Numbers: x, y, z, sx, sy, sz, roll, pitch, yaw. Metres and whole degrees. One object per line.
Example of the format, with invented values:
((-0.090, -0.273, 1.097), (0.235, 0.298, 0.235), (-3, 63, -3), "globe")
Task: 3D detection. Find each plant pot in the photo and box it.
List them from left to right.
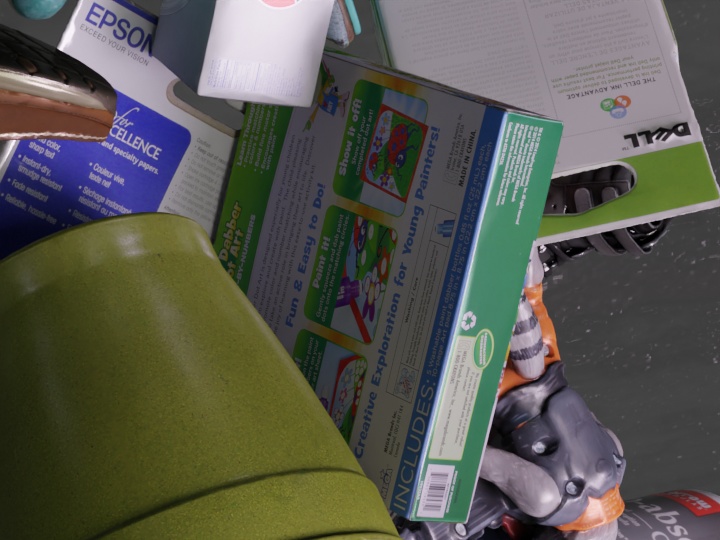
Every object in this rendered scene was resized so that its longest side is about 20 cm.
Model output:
((-0.100, 0.084, 1.294), (0.200, 0.200, 0.193), (-6, 65, -37), "plant pot")

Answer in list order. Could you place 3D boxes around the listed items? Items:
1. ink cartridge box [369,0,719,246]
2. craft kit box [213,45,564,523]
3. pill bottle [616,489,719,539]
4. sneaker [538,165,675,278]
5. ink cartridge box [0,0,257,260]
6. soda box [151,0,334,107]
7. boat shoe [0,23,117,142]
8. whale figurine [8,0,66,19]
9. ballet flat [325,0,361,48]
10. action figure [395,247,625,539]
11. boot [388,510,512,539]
((0.095, -0.074, 1.433), (0.147, 0.200, 0.076), (-12, 142, -1), "ink cartridge box")
((0.000, 0.000, 1.362), (0.048, 0.197, 0.200), (7, 101, -42), "craft kit box")
((0.176, 0.194, 1.673), (0.200, 0.116, 0.116), (-8, 109, -38), "pill bottle")
((0.106, -0.019, 1.560), (0.200, 0.099, 0.071), (-51, 130, -13), "sneaker")
((-0.119, -0.021, 1.418), (0.197, 0.047, 0.200), (29, 84, -39), "ink cartridge box")
((-0.043, -0.184, 1.334), (0.063, 0.068, 0.200), (4, 110, -27), "soda box")
((-0.216, -0.081, 1.296), (0.200, 0.076, 0.074), (9, 110, -23), "boat shoe")
((-0.159, -0.187, 1.288), (0.200, 0.104, 0.159), (-29, 121, -33), "whale figurine")
((-0.056, -0.197, 1.406), (0.074, 0.074, 0.200), (-32, 120, -27), "ballet flat")
((0.072, 0.087, 1.472), (0.200, 0.105, 0.194), (-39, 105, -40), "action figure")
((0.069, 0.138, 1.565), (0.200, 0.090, 0.073), (-51, 138, -30), "boot")
